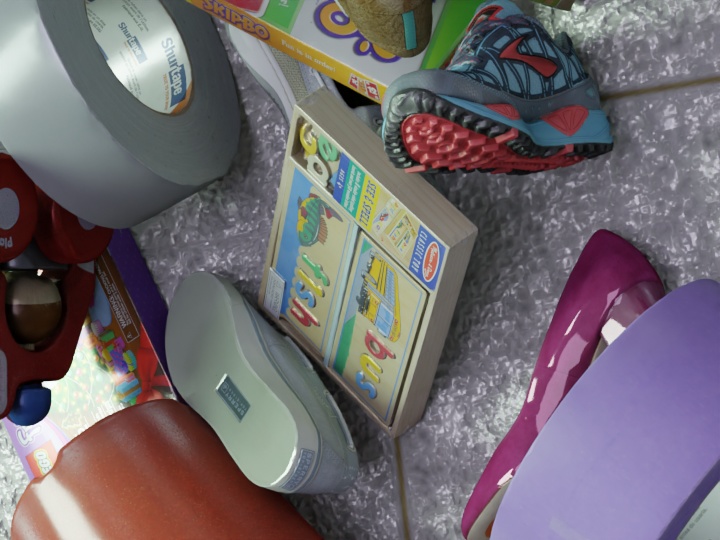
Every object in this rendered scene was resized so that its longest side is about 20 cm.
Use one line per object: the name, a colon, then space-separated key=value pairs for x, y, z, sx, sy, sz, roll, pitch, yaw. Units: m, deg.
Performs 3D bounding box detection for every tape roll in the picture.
tape roll: x=0.166 y=0.109 z=1.180 sx=0.085 sy=0.200 sz=0.200 roll=37 pitch=108 yaw=22
tape roll: x=-0.161 y=-0.130 z=1.357 sx=0.066 sy=0.200 sz=0.201 roll=-27 pitch=78 yaw=26

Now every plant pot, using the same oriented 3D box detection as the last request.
plant pot: x=-0.106 y=0.197 z=1.346 sx=0.195 sy=0.200 sz=0.201 roll=48 pitch=112 yaw=28

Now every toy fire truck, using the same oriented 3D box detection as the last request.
toy fire truck: x=-0.237 y=0.014 z=1.355 sx=0.112 sy=0.200 sz=0.169 roll=1 pitch=90 yaw=30

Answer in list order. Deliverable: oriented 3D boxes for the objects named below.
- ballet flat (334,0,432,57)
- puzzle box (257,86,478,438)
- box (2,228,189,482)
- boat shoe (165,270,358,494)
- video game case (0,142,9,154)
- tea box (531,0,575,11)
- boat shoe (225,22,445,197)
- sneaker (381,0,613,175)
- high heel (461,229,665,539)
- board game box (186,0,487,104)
ballet flat: x=0.005 y=-0.174 z=1.267 sx=0.068 sy=0.200 sz=0.073 roll=-20 pitch=119 yaw=-6
puzzle box: x=0.000 y=0.000 z=1.305 sx=0.133 sy=0.025 sz=0.200 roll=43 pitch=147 yaw=22
box: x=-0.200 y=0.037 z=1.472 sx=0.137 sy=0.039 sz=0.201 roll=-33 pitch=75 yaw=26
boat shoe: x=-0.062 y=0.075 z=1.374 sx=0.070 sy=0.071 sz=0.201 roll=-54 pitch=41 yaw=16
video game case: x=-0.324 y=-0.054 z=1.510 sx=0.199 sy=0.036 sz=0.182 roll=11 pitch=86 yaw=38
tea box: x=0.052 y=-0.266 z=1.239 sx=0.200 sy=0.197 sz=0.134 roll=44 pitch=109 yaw=22
boat shoe: x=-0.008 y=-0.106 z=1.347 sx=0.065 sy=0.074 sz=0.202 roll=-46 pitch=61 yaw=19
sneaker: x=0.068 y=-0.106 z=1.232 sx=0.079 sy=0.200 sz=0.096 roll=-16 pitch=81 yaw=30
high heel: x=0.115 y=0.073 z=1.299 sx=0.200 sy=0.067 sz=0.096 roll=-48 pitch=48 yaw=21
board game box: x=-0.009 y=-0.165 z=1.332 sx=0.200 sy=0.030 sz=0.096 roll=30 pitch=65 yaw=16
